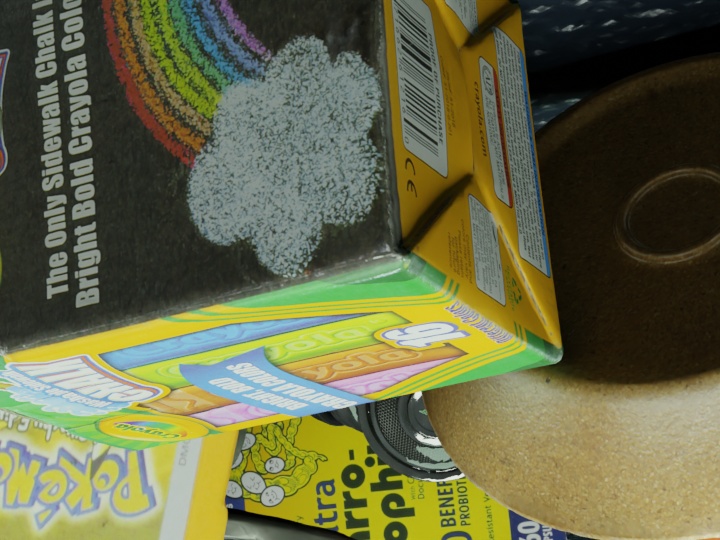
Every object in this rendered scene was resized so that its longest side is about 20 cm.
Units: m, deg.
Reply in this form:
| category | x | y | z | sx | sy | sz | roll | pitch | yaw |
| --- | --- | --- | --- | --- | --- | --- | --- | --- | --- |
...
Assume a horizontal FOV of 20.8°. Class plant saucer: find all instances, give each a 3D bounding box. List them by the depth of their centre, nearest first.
| category | x | y | z | sx | sy | sz | roll | pitch | yaw |
| --- | --- | --- | --- | --- | --- | --- | --- | --- | --- |
| plant saucer | 0.104 | -0.007 | 0.616 | 0.199 | 0.201 | 0.036 | -12 | 133 | 20 |

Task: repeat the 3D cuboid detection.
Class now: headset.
| category | x | y | z | sx | sy | sz | roll | pitch | yaw |
| --- | --- | --- | --- | --- | --- | --- | --- | --- | --- |
| headset | 0.018 | 0.032 | 0.842 | 0.199 | 0.095 | 0.123 | 4 | -170 | -28 |

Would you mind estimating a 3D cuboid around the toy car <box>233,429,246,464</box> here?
| category | x | y | z | sx | sy | sz | roll | pitch | yaw |
| --- | --- | --- | --- | --- | --- | --- | --- | --- | --- |
| toy car | -0.145 | 0.118 | 0.904 | 0.174 | 0.202 | 0.149 | -16 | -170 | -42 |

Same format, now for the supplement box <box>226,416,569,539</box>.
| category | x | y | z | sx | sy | sz | roll | pitch | yaw |
| --- | --- | --- | --- | --- | --- | --- | --- | --- | --- |
| supplement box | 0.012 | 0.131 | 1.094 | 0.198 | 0.110 | 0.110 | -6 | 162 | 1 |

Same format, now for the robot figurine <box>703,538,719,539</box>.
| category | x | y | z | sx | sy | sz | roll | pitch | yaw |
| --- | --- | --- | --- | --- | --- | --- | --- | --- | --- |
| robot figurine | 0.165 | 0.065 | 0.824 | 0.143 | 0.201 | 0.117 | 21 | 180 | 6 |

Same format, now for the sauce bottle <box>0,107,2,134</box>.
| category | x | y | z | sx | sy | sz | roll | pitch | yaw |
| --- | --- | --- | --- | --- | --- | --- | --- | --- | --- |
| sauce bottle | -0.178 | -0.037 | 0.560 | 0.064 | 0.065 | 0.199 | 12 | 172 | -42 |

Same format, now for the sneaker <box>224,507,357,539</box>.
| category | x | y | z | sx | sy | sz | roll | pitch | yaw |
| --- | --- | --- | --- | --- | --- | --- | --- | --- | --- |
| sneaker | -0.086 | 0.151 | 0.808 | 0.198 | 0.115 | 0.076 | 3 | 179 | -40 |

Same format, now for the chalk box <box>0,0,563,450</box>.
| category | x | y | z | sx | sy | sz | roll | pitch | yaw |
| --- | --- | --- | --- | --- | --- | --- | --- | --- | --- |
| chalk box | -0.057 | -0.023 | 0.586 | 0.199 | 0.126 | 0.124 | -12 | 161 | 23 |

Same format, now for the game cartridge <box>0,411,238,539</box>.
| category | x | y | z | sx | sy | sz | roll | pitch | yaw |
| --- | --- | --- | --- | --- | --- | --- | --- | --- | --- |
| game cartridge | -0.112 | 0.058 | 0.698 | 0.032 | 0.202 | 0.176 | 5 | 175 | 44 |
